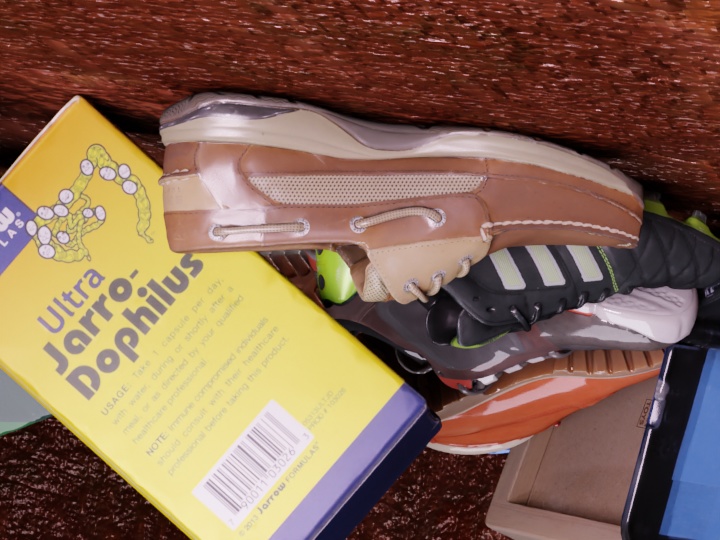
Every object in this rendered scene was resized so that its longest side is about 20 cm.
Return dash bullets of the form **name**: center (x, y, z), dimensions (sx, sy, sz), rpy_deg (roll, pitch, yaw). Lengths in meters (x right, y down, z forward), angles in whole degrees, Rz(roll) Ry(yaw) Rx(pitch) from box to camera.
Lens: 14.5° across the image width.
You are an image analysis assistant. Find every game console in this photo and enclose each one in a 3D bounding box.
- **game console**: center (0.243, 0.068, 1.337), dimensions (0.199, 0.119, 0.171), rpy_deg (10, 155, -34)

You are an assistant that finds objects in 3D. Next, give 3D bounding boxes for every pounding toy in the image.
- **pounding toy**: center (0.178, 0.078, 1.485), dimensions (0.142, 0.185, 0.200), rpy_deg (27, 168, -31)

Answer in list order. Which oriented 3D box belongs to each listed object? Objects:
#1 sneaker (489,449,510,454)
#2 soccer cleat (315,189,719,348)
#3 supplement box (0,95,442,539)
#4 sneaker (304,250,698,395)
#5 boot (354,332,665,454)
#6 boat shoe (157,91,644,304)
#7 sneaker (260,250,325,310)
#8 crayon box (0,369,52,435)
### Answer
- **sneaker**: center (0.053, 0.062, 1.556), dimensions (0.199, 0.105, 0.076), rpy_deg (-5, -150, -27)
- **soccer cleat**: center (0.070, -0.003, 1.240), dimensions (0.199, 0.081, 0.067), rpy_deg (9, 174, -22)
- **supplement box**: center (-0.075, 0.036, 1.215), dimensions (0.200, 0.110, 0.109), rpy_deg (41, 178, 8)
- **sneaker**: center (0.068, 0.019, 1.342), dimensions (0.199, 0.082, 0.077), rpy_deg (12, -150, 29)
- **boot**: center (0.100, 0.040, 1.415), dimensions (0.199, 0.075, 0.107), rpy_deg (-15, 155, 13)
- **boat shoe**: center (0.014, -0.022, 1.152), dimensions (0.199, 0.074, 0.076), rpy_deg (8, 174, -7)
- **sneaker**: center (0.000, 0.000, 1.466), dimensions (0.199, 0.072, 0.080), rpy_deg (4, -164, -27)
- **crayon box**: center (-0.225, 0.038, 1.416), dimensions (0.199, 0.127, 0.051), rpy_deg (-20, 130, 19)
